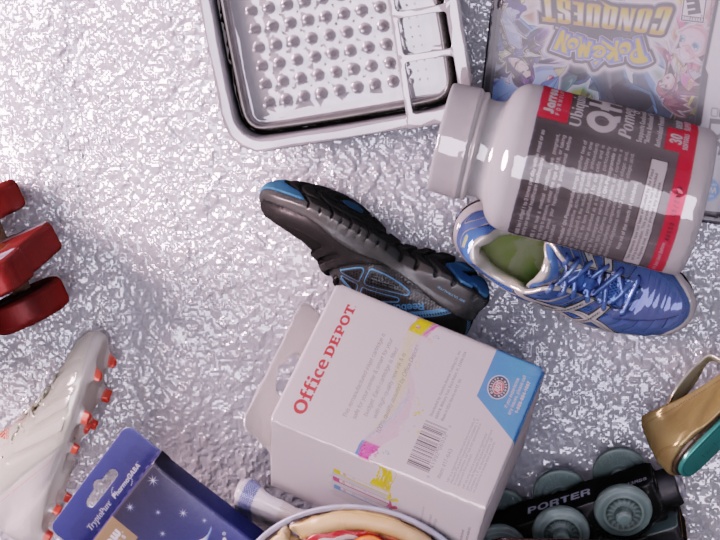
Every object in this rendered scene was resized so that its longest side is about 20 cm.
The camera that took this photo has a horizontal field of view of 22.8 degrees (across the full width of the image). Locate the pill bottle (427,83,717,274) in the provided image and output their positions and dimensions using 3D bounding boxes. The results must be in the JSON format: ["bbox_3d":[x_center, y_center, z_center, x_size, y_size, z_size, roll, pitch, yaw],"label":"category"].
[{"bbox_3d":[0.154,-0.073,1.310,0.198,0.111,0.112,15,106,4],"label":"pill bottle"}]

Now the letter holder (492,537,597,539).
[{"bbox_3d":[0.151,0.309,1.386,0.140,0.101,0.201,4,133,-1],"label":"letter holder"}]

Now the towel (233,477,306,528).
[{"bbox_3d":[-0.010,0.215,1.424,0.198,0.147,0.024,22,77,3],"label":"towel"}]

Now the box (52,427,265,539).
[{"bbox_3d":[-0.141,0.229,1.406,0.199,0.032,0.121,38,109,-2],"label":"box"}]

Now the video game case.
[{"bbox_3d":[0.192,-0.138,1.360,0.197,0.026,0.183,8,105,6],"label":"video game case"}]

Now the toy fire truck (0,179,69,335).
[{"bbox_3d":[-0.333,0.017,1.402,0.198,0.168,0.113,-21,100,13],"label":"toy fire truck"}]

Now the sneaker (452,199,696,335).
[{"bbox_3d":[0.162,0.008,1.374,0.198,0.077,0.077,17,104,2],"label":"sneaker"}]

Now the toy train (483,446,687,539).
[{"bbox_3d":[0.172,0.221,1.426,0.198,0.085,0.115,-20,110,13],"label":"toy train"}]

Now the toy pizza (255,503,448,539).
[{"bbox_3d":[-0.002,0.266,1.356,0.197,0.032,0.202,3,118,6],"label":"toy pizza"}]

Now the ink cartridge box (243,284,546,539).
[{"bbox_3d":[0.022,0.116,1.366,0.198,0.129,0.126,22,151,10],"label":"ink cartridge box"}]

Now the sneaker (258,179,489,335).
[{"bbox_3d":[0.000,0.000,1.398,0.199,0.073,0.082,31,108,1],"label":"sneaker"}]

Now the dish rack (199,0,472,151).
[{"bbox_3d":[-0.019,-0.189,1.370,0.197,0.044,0.174,-8,103,10],"label":"dish rack"}]

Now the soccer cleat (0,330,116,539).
[{"bbox_3d":[-0.263,0.135,1.475,0.077,0.069,0.202,24,109,5],"label":"soccer cleat"}]

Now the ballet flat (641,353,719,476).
[{"bbox_3d":[0.299,0.075,1.375,0.199,0.069,0.063,-39,55,2],"label":"ballet flat"}]
